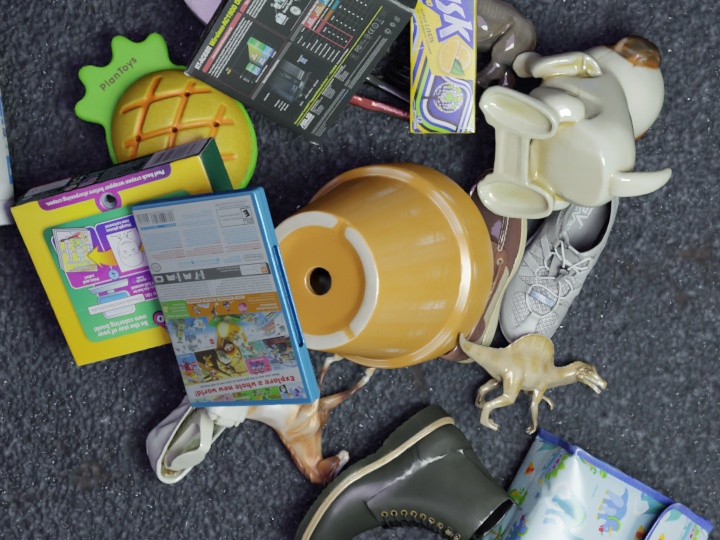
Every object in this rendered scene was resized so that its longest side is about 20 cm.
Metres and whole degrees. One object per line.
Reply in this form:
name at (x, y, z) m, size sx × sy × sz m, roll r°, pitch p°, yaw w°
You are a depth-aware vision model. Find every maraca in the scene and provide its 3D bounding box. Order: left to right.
maraca at (-0.190, -0.143, 1.455) m, size 0.137 × 0.107 × 0.200 m, roll -44°, pitch 85°, yaw -7°

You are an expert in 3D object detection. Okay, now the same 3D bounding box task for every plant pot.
plant pot at (0.000, 0.000, 1.393) m, size 0.200 × 0.183 × 0.201 m, roll 3°, pitch 96°, yaw 26°

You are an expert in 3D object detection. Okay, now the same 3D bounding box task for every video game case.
video game case at (-0.122, 0.028, 1.340) m, size 0.143 × 0.018 × 0.201 m, roll -5°, pitch 107°, yaw 33°

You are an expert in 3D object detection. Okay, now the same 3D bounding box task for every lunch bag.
lunch bag at (0.237, 0.283, 1.486) m, size 0.200 × 0.127 × 0.170 m, roll 31°, pitch 88°, yaw -16°

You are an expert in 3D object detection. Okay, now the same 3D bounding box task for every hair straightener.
hair straightener at (0.028, -0.194, 1.494) m, size 0.199 × 0.041 × 0.077 m, roll 19°, pitch 90°, yaw 2°

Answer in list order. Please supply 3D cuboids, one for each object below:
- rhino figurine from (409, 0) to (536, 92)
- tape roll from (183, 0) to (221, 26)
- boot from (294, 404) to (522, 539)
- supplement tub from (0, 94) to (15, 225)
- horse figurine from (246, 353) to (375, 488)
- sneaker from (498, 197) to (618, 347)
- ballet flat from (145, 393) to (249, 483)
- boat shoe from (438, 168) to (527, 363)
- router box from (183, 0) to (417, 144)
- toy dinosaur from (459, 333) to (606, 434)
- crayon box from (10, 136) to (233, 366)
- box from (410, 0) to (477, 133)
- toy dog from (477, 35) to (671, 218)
rhino figurine at (0.088, -0.260, 1.488) m, size 0.200 × 0.060 × 0.088 m, roll 37°, pitch 93°, yaw -2°
tape roll at (-0.095, -0.324, 1.488) m, size 0.202 × 0.037 × 0.204 m, roll 0°, pitch 92°, yaw -4°
boot at (0.045, 0.245, 1.463) m, size 0.200 × 0.077 × 0.138 m, roll -44°, pitch 61°, yaw 0°
supplement tub at (-0.409, -0.136, 1.431) m, size 0.131 × 0.132 × 0.201 m, roll -8°, pitch 93°, yaw -3°
horse figurine at (-0.081, 0.118, 1.491) m, size 0.200 × 0.050 × 0.133 m, roll 30°, pitch 102°, yaw -9°
sneaker at (0.197, -0.012, 1.488) m, size 0.075 × 0.082 × 0.201 m, roll 24°, pitch 93°, yaw -3°
ballet flat at (-0.144, 0.140, 1.442) m, size 0.069 × 0.069 × 0.200 m, roll 40°, pitch 122°, yaw -3°
boat shoe at (0.111, -0.005, 1.480) m, size 0.072 × 0.072 × 0.201 m, roll 18°, pitch 96°, yaw 28°
router box at (-0.055, -0.229, 1.391) m, size 0.150 × 0.062 × 0.200 m, roll 28°, pitch 134°, yaw -14°
toy dinosaur at (0.150, 0.105, 1.487) m, size 0.200 × 0.058 × 0.101 m, roll 15°, pitch 109°, yaw -32°
crayon box at (-0.206, -0.016, 1.414) m, size 0.199 × 0.058 × 0.173 m, roll -14°, pitch 111°, yaw 15°
box at (0.080, -0.232, 1.427) m, size 0.064 × 0.070 × 0.201 m, roll 0°, pitch 96°, yaw 5°
toy dog at (0.225, -0.154, 1.442) m, size 0.193 × 0.200 × 0.140 m, roll 10°, pitch 128°, yaw 30°
